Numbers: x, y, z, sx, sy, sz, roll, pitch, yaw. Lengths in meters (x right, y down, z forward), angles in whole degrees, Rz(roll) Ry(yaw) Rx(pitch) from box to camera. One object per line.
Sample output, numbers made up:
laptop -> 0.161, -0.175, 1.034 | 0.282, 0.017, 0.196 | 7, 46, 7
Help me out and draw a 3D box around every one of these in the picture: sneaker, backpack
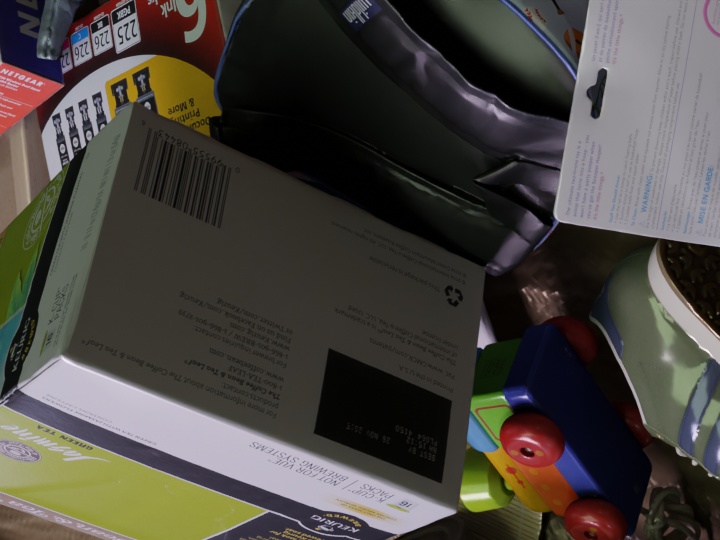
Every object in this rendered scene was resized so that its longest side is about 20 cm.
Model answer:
sneaker -> 0.192, 0.073, 0.755 | 0.200, 0.067, 0.090 | 56, 145, 2
backpack -> 0.042, -0.101, 0.722 | 0.190, 0.154, 0.200 | 42, 143, 11

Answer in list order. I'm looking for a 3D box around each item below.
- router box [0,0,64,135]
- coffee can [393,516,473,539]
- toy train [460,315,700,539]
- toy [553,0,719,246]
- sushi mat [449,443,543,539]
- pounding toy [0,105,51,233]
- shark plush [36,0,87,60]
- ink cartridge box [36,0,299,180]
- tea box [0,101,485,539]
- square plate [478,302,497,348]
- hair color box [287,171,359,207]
router box -> -0.279, -0.167, 0.958 | 0.179, 0.049, 0.200 | -29, 61, 33
coffee can -> 0.062, 0.278, 0.921 | 0.200, 0.146, 0.146 | 55, 138, -3
toy train -> 0.107, 0.119, 0.825 | 0.116, 0.085, 0.200 | -12, 128, 39
toy -> 0.193, -0.064, 0.635 | 0.200, 0.047, 0.115 | 10, 101, 9
sushi mat -> 0.037, 0.127, 0.963 | 0.200, 0.012, 0.096 | 20, 127, 34
pounding toy -> -0.209, -0.030, 1.031 | 0.200, 0.142, 0.185 | 5, 103, 39
shark plush -> -0.175, -0.229, 0.862 | 0.091, 0.083, 0.200 | 31, 108, 32
ink cartridge box -> -0.104, -0.080, 0.887 | 0.200, 0.084, 0.176 | -17, 84, 46
tea box -> -0.079, 0.050, 0.710 | 0.200, 0.134, 0.197 | 25, 146, -25
square plate -> 0.000, 0.000, 0.905 | 0.200, 0.028, 0.198 | -7, 104, 45
hair color box -> -0.067, 0.019, 0.847 | 0.100, 0.061, 0.200 | 13, 147, -10
